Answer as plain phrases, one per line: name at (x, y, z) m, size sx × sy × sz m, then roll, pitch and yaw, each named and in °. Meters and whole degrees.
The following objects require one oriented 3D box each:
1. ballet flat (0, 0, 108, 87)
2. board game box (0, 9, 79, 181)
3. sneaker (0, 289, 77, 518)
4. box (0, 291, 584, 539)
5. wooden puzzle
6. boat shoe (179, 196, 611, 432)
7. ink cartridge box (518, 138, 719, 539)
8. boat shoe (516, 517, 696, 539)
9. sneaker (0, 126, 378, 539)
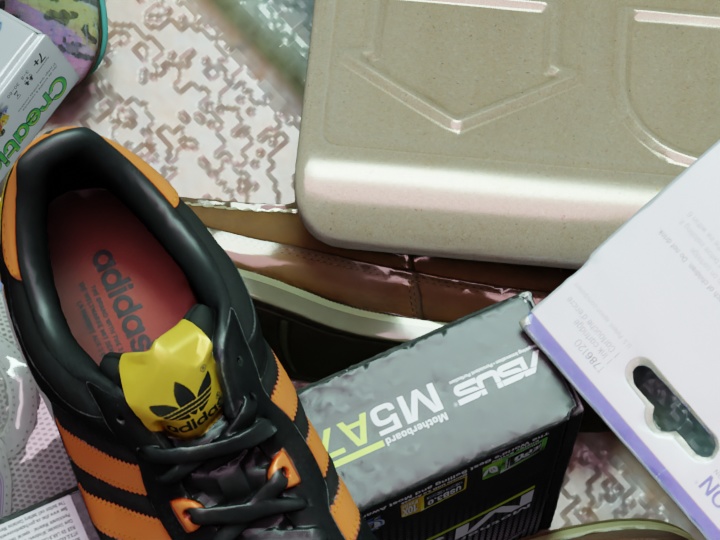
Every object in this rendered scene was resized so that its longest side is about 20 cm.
ballet flat at (-0.152, -0.153, 0.999) m, size 0.069 × 0.071 × 0.201 m, roll -28°, pitch 74°, yaw 27°
board game box at (-0.206, -0.062, 0.962) m, size 0.200 × 0.035 × 0.126 m, roll 30°, pitch 77°, yaw 31°
sneaker at (-0.151, 0.057, 0.838) m, size 0.199 × 0.088 × 0.082 m, roll -24°, pitch 75°, yaw -5°
box at (-0.032, 0.085, 0.877) m, size 0.199 × 0.193 × 0.048 m, roll -23°, pitch 74°, yaw -6°
wooden puzzle at (0.077, -0.085, 0.963) m, size 0.184 × 0.046 × 0.201 m, roll 5°, pitch 60°, yaw 1°
boat shoe at (0.000, 0.000, 0.967) m, size 0.199 × 0.072 × 0.068 m, roll 15°, pitch 71°, yaw -5°
ink cartridge box at (0.150, -0.013, 0.798) m, size 0.200 × 0.039 × 0.100 m, roll -40°, pitch 79°, yaw 0°
boat shoe at (0.028, 0.142, 0.916) m, size 0.199 × 0.068 × 0.072 m, roll -22°, pitch 100°, yaw -3°
sneaker at (-0.042, 0.052, 0.739) m, size 0.070 × 0.090 × 0.201 m, roll -28°, pitch 75°, yaw -7°
